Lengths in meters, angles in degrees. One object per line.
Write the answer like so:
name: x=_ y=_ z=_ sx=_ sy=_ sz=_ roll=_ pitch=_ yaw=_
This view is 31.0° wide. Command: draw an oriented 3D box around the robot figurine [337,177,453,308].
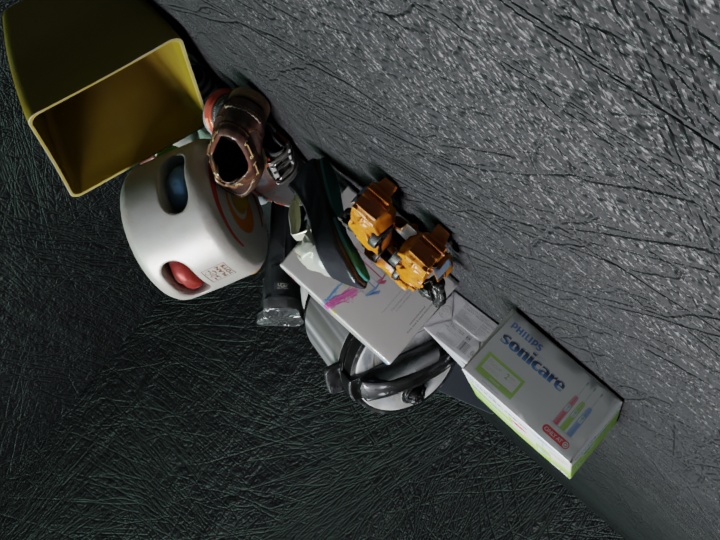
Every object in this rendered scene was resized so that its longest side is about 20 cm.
robot figurine: x=0.041 y=-0.028 z=1.315 sx=0.145 sy=0.058 sz=0.200 roll=42 pitch=176 yaw=6

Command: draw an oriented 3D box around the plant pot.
plant pot: x=-0.325 y=-0.246 z=1.584 sx=0.177 sy=0.198 sz=0.201 roll=57 pitch=171 yaw=22

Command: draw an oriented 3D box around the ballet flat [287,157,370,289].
ballet flat: x=-0.042 y=-0.041 z=1.425 sx=0.073 sy=0.073 sz=0.201 roll=45 pitch=-161 yaw=-44

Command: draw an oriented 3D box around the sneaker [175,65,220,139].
sneaker: x=-0.204 y=-0.219 z=1.749 sx=0.116 sy=0.075 sz=0.200 roll=51 pitch=168 yaw=-1

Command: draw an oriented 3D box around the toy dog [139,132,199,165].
toy dog: x=-0.285 y=-0.205 z=1.783 sx=0.132 sy=0.095 sz=0.202 roll=-99 pitch=-11 yaw=-59

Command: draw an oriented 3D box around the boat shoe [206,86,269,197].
boat shoe: x=-0.148 y=-0.134 z=1.507 sx=0.070 sy=0.071 sz=0.201 roll=18 pitch=155 yaw=3

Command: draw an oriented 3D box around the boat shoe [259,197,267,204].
boat shoe: x=-0.173 y=-0.137 z=1.835 sx=0.072 sy=0.066 sz=0.199 roll=33 pitch=168 yaw=-24

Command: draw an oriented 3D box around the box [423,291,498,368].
box: x=0.174 y=0.122 z=1.628 sx=0.116 sy=0.060 sz=0.200 roll=38 pitch=174 yaw=45

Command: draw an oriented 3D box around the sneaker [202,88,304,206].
sneaker: x=-0.115 y=-0.139 z=1.602 sx=0.082 sy=0.077 sz=0.200 roll=25 pitch=166 yaw=50

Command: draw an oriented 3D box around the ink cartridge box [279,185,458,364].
ink cartridge box: x=0.000 y=0.000 z=1.553 sx=0.200 sy=0.126 sz=0.129 roll=41 pitch=177 yaw=3

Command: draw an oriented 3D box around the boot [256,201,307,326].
boot: x=-0.104 y=-0.033 z=1.770 sx=0.065 sy=0.203 sz=0.165 roll=2 pitch=167 yaw=-9

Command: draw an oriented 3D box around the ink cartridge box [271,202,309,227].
ink cartridge box: x=-0.104 y=-0.101 z=1.937 sx=0.198 sy=0.047 sz=0.200 roll=55 pitch=170 yaw=-26

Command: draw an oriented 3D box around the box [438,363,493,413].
box: x=0.109 y=0.134 z=1.907 sx=0.198 sy=0.080 sz=0.141 roll=24 pitch=180 yaw=-2

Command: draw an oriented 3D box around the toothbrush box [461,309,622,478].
toothbrush box: x=0.194 y=0.135 z=1.376 sx=0.145 sy=0.086 sz=0.200 roll=41 pitch=175 yaw=15

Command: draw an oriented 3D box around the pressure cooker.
pressure cooker: x=0.036 y=0.087 z=1.713 sx=0.177 sy=0.177 sz=0.200 roll=24 pitch=-163 yaw=-37

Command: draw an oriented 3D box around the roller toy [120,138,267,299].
roller toy: x=-0.204 y=-0.065 z=1.655 sx=0.202 sy=0.138 sz=0.183 roll=65 pitch=-162 yaw=-12

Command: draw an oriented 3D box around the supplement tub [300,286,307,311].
supplement tub: x=-0.024 y=0.035 z=2.078 sx=0.145 sy=0.146 sz=0.200 roll=42 pitch=176 yaw=0
